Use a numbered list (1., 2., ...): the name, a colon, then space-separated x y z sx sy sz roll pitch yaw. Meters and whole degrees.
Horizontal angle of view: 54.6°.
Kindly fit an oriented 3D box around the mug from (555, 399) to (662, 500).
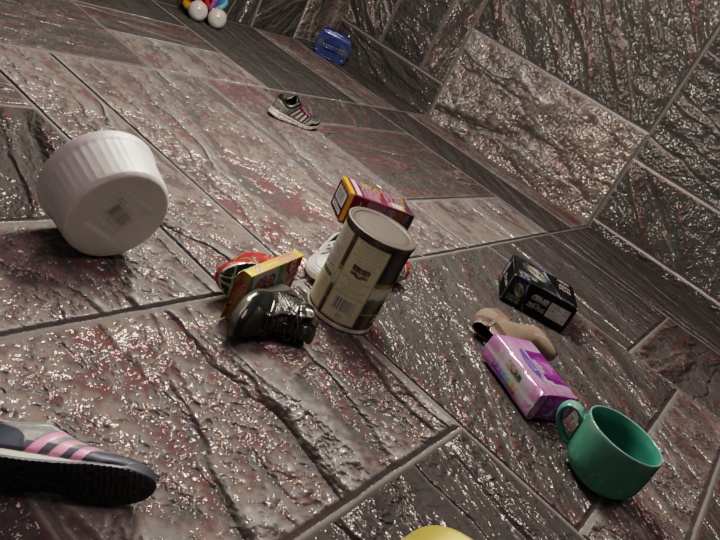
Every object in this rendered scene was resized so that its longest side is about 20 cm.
1. mug: 0.456 0.338 1.309 0.150 0.115 0.186 11 28 -34

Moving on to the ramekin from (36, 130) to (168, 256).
1. ramekin: -0.414 -0.118 1.146 0.199 0.201 0.098 -1 44 -49

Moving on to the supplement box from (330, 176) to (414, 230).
1. supplement box: 0.032 -0.165 1.876 0.198 0.086 0.111 18 25 -24

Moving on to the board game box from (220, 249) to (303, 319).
1. board game box: -0.173 0.027 1.244 0.030 0.096 0.199 32 23 17

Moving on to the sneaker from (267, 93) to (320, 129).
1. sneaker: -0.211 -0.539 2.352 0.198 0.088 0.074 12 28 -36

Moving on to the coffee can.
1. coffee can: 0.000 0.000 1.362 0.145 0.202 0.147 24 24 -11

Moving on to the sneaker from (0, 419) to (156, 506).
1. sneaker: -0.319 0.199 0.763 0.198 0.071 0.082 20 28 -24

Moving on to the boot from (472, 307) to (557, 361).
1. boot: 0.350 0.161 1.622 0.199 0.071 0.146 37 31 21

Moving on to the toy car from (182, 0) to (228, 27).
1. toy car: -0.654 -1.146 2.987 0.198 0.151 0.176 12 31 -35

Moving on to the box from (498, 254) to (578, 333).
1. box: 0.491 0.061 1.942 0.198 0.087 0.164 29 23 0

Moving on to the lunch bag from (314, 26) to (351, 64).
1. lunch bag: -0.149 -1.181 3.657 0.198 0.137 0.133 22 24 -13

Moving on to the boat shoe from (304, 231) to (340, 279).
1. boat shoe: -0.063 -0.034 1.526 0.071 0.069 0.200 31 23 7

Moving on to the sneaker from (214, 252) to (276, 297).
1. sneaker: -0.214 0.004 1.295 0.084 0.078 0.199 25 14 21

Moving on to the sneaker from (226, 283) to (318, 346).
1. sneaker: -0.140 0.084 1.191 0.113 0.077 0.199 29 17 17

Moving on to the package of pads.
1. package of pads: 0.354 0.224 1.471 0.119 0.076 0.201 12 29 -32

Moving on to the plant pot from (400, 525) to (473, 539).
1. plant pot: 0.044 0.382 0.674 0.187 0.203 0.201 -15 46 -38

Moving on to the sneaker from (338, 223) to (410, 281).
1. sneaker: 0.026 -0.046 1.641 0.199 0.078 0.082 37 26 18
